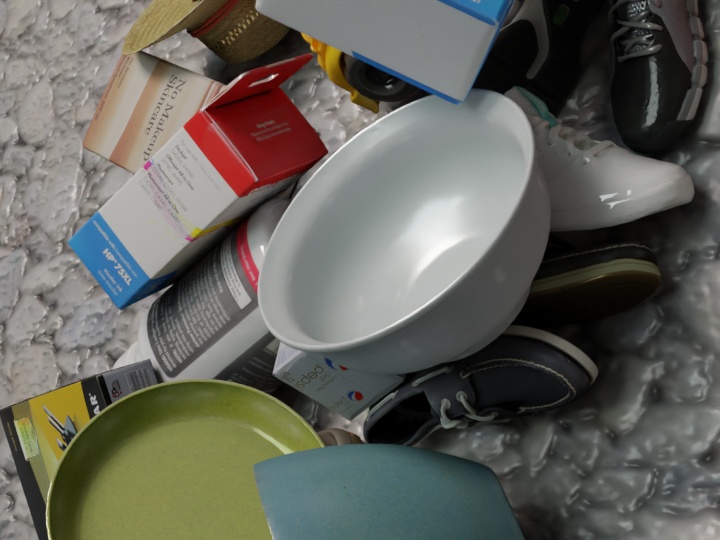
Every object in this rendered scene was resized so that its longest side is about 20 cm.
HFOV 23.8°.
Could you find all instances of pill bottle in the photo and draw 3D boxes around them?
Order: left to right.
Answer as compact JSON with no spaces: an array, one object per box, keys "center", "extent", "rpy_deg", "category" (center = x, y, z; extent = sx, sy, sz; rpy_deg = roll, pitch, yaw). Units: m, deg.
[{"center":[-0.096,0.045,1.280],"extent":[0.200,0.111,0.111],"rpy_deg":[-40,46,30],"category":"pill bottle"}]

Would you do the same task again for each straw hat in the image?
[{"center":[-0.100,-0.224,1.431],"extent":[0.201,0.085,0.201],"rpy_deg":[-38,22,18],"category":"straw hat"}]

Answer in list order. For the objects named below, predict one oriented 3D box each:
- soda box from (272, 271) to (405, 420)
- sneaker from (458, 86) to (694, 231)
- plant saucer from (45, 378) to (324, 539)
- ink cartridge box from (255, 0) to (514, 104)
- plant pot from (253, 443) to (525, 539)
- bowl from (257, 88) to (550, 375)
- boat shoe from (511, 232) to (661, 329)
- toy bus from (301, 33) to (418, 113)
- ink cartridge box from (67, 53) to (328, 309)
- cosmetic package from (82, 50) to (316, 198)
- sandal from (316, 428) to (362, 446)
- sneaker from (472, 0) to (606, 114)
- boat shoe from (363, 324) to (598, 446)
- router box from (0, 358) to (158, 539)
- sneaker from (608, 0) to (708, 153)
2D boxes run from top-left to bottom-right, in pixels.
[{"center":[0.000,0.000,1.175],"extent":[0.064,0.068,0.200],"rpy_deg":[-39,27,40],"category":"soda box"},{"center":[0.117,-0.074,1.089],"extent":[0.200,0.075,0.089],"rpy_deg":[4,104,40],"category":"sneaker"},{"center":[-0.113,0.166,1.170],"extent":[0.031,0.199,0.200],"rpy_deg":[93,167,-53],"category":"plant saucer"},{"center":[0.043,-0.222,1.070],"extent":[0.084,0.146,0.200],"rpy_deg":[112,-176,-53],"category":"ink cartridge box"},{"center":[0.034,0.186,1.026],"extent":[0.134,0.200,0.200],"rpy_deg":[-22,48,-2],"category":"plant pot"},{"center":[0.042,-0.008,1.043],"extent":[0.201,0.090,0.201],"rpy_deg":[-28,37,23],"category":"bowl"},{"center":[0.106,0.003,1.099],"extent":[0.200,0.073,0.065],"rpy_deg":[-16,65,44],"category":"boat shoe"},{"center":[-0.020,-0.232,1.228],"extent":[0.200,0.191,0.136],"rpy_deg":[120,163,-49],"category":"toy bus"},{"center":[-0.105,-0.066,1.239],"extent":[0.200,0.116,0.067],"rpy_deg":[-40,85,29],"category":"ink cartridge box"},{"center":[-0.138,-0.110,1.423],"extent":[0.200,0.087,0.104],"rpy_deg":[25,90,51],"category":"cosmetic package"},{"center":[-0.080,0.165,1.247],"extent":[0.200,0.055,0.082],"rpy_deg":[-27,53,39],"category":"sandal"},{"center":[0.106,-0.173,1.202],"extent":[0.201,0.076,0.115],"rpy_deg":[-57,27,8],"category":"sneaker"},{"center":[0.071,0.084,1.090],"extent":[0.200,0.073,0.063],"rpy_deg":[-14,39,53],"category":"boat shoe"},{"center":[-0.187,0.180,1.286],"extent":[0.157,0.052,0.201],"rpy_deg":[-21,87,49],"category":"router box"},{"center":[0.164,-0.181,1.087],"extent":[0.075,0.115,0.201],"rpy_deg":[-12,63,45],"category":"sneaker"}]
